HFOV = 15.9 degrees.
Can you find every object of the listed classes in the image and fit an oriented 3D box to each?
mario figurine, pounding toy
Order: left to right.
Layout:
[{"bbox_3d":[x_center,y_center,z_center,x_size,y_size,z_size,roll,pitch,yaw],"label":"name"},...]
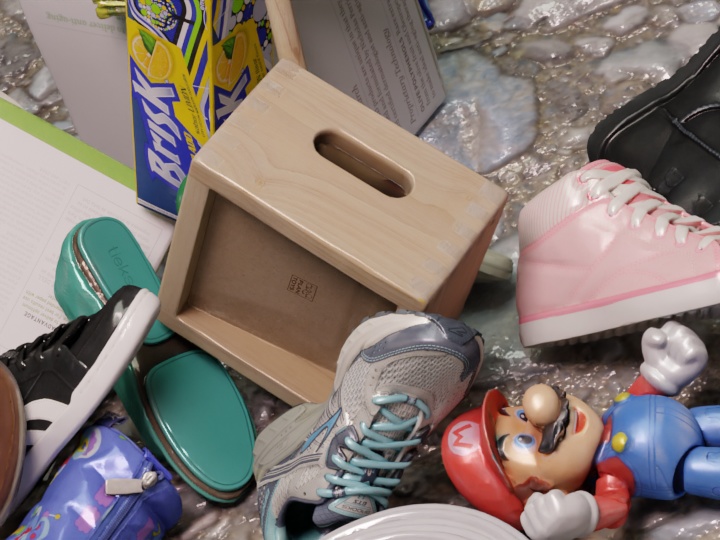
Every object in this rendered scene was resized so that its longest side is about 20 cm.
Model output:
[{"bbox_3d":[-0.025,-0.040,1.502,0.200,0.184,0.142,32,53,9],"label":"pounding toy"},{"bbox_3d":[0.141,0.087,1.387,0.199,0.107,0.123,-5,4,9],"label":"mario figurine"}]

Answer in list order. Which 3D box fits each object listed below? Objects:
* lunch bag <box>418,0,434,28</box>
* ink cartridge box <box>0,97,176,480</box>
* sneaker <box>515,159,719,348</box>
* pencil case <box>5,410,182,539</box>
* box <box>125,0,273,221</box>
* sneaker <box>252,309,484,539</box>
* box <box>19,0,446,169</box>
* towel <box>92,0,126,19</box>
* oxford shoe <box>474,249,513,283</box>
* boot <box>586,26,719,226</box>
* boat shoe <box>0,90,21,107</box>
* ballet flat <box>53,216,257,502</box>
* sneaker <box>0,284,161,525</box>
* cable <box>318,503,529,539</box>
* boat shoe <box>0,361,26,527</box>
[{"bbox_3d":[-0.034,-0.273,1.848,0.094,0.201,0.151,-24,36,-5],"label":"lunch bag"},{"bbox_3d":[-0.220,0.013,1.631,0.201,0.147,0.076,-64,9,-12],"label":"ink cartridge box"},{"bbox_3d":[0.166,-0.019,1.471,0.200,0.105,0.075,-12,-10,43],"label":"sneaker"},{"bbox_3d":[-0.177,0.175,1.456,0.200,0.078,0.087,-52,12,-33],"label":"pencil case"},{"bbox_3d":[-0.096,-0.120,1.553,0.064,0.201,0.070,23,47,23],"label":"box"},{"bbox_3d":[0.007,0.099,1.418,0.200,0.077,0.087,-50,29,43],"label":"sneaker"},{"bbox_3d":[-0.085,-0.153,1.724,0.198,0.200,0.171,14,51,35],"label":"box"},{"bbox_3d":[-0.068,-0.203,1.603,0.199,0.018,0.086,-8,42,11],"label":"towel"},{"bbox_3d":[0.000,0.000,1.617,0.199,0.075,0.058,4,84,19],"label":"oxford shoe"},{"bbox_3d":[0.245,-0.078,1.576,0.198,0.073,0.163,-34,36,-5],"label":"boot"},{"bbox_3d":[-0.324,-0.115,1.882,0.092,0.075,0.200,-19,32,-32],"label":"boat shoe"},{"bbox_3d":[-0.125,0.061,1.565,0.067,0.070,0.200,-21,72,-33],"label":"ballet flat"},{"bbox_3d":[-0.210,0.061,1.509,0.200,0.112,0.073,-51,3,28],"label":"sneaker"},{"bbox_3d":[0.017,0.207,1.331,0.199,0.069,0.200,-25,37,-5],"label":"cable"},{"bbox_3d":[-0.249,0.141,1.460,0.075,0.072,0.201,20,93,19],"label":"boat shoe"}]
